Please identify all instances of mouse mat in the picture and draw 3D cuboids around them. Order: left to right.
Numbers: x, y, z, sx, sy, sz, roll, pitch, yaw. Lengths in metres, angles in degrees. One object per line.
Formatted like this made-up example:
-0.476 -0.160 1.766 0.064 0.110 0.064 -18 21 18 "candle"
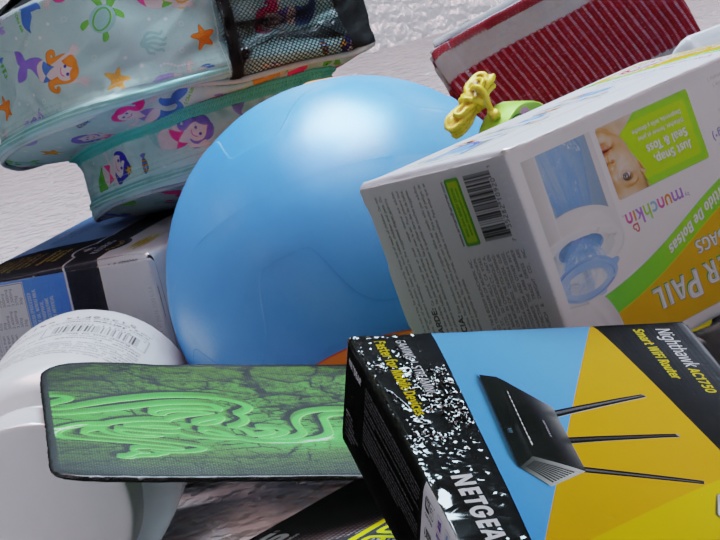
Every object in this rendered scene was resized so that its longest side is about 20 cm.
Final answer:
-0.041 0.066 1.239 0.200 0.008 0.161 -1 15 -9 "mouse mat"

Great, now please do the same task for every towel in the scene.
0.148 -0.080 1.609 0.144 0.200 0.023 -28 21 14 "towel"

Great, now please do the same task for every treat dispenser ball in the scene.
0.000 0.000 1.427 0.201 0.201 0.201 -13 10 2 "treat dispenser ball"

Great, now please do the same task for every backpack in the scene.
-0.111 -0.110 1.539 0.200 0.151 0.177 -10 -4 -31 "backpack"

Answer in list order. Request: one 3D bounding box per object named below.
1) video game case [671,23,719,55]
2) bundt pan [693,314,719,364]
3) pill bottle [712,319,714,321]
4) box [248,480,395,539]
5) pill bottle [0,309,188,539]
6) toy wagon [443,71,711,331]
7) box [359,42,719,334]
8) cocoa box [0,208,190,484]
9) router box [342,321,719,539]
0.283 -0.065 1.486 0.182 0.200 0.023 -23 -21 -42 "video game case"
0.242 0.049 1.188 0.202 0.076 0.202 -13 9 2 "bundt pan"
0.217 -0.026 1.539 0.200 0.112 0.112 -19 11 -25 "pill bottle"
0.037 0.120 1.163 0.160 0.044 0.200 -3 15 42 "box"
-0.141 0.093 1.352 0.114 0.115 0.200 -13 10 5 "pill bottle"
0.106 -0.015 1.363 0.040 0.200 0.155 1 48 42 "toy wagon"
0.118 -0.026 1.271 0.200 0.113 0.101 -26 9 -38 "box"
-0.115 0.036 1.574 0.131 0.134 0.200 -10 11 25 "cocoa box"
0.086 0.083 1.071 0.149 0.051 0.200 -2 23 -14 "router box"
